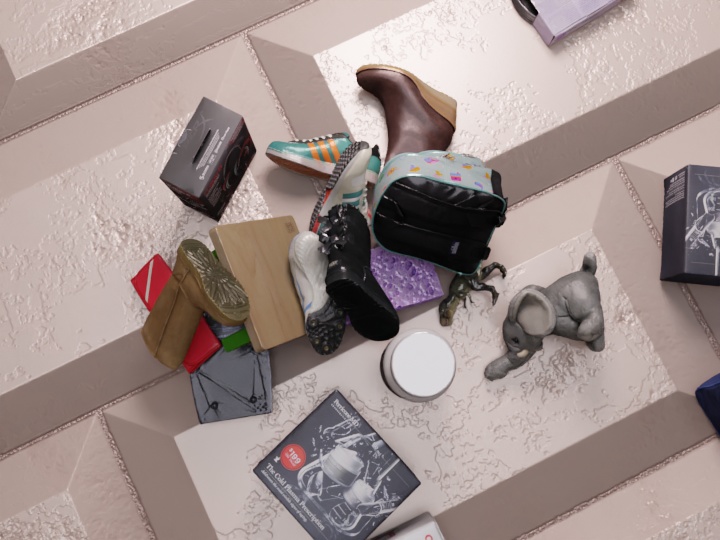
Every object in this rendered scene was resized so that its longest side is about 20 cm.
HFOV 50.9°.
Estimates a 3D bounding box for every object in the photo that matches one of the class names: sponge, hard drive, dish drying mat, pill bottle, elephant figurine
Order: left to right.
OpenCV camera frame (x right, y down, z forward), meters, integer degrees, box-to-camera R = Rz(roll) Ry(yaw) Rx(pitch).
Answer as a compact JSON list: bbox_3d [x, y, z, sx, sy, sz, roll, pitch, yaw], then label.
[{"bbox_3d":[-0.310,0.070,1.257,0.077,0.018,0.200,-41,71,10],"label":"dish drying mat"},{"bbox_3d":[-0.218,0.147,1.265,0.134,0.042,0.201,-9,81,-2],"label":"hard drive"},{"bbox_3d":[0.029,0.019,1.279,0.199,0.030,0.112,-16,80,-11],"label":"sponge"},{"bbox_3d":[0.090,0.149,1.190,0.113,0.200,0.115,0,82,-1],"label":"pill bottle"},{"bbox_3d":[0.294,0.080,1.248,0.199,0.142,0.156,-6,53,14],"label":"elephant figurine"}]

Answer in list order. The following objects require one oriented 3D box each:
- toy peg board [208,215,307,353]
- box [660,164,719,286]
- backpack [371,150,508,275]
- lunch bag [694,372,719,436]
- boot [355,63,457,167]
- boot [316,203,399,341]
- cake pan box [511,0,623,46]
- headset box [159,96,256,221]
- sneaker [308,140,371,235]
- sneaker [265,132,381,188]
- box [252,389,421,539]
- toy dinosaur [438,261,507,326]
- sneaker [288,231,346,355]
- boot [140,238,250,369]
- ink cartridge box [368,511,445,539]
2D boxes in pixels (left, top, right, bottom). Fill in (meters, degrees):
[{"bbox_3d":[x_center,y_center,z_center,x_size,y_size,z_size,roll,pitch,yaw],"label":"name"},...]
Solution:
[{"bbox_3d":[-0.166,0.028,1.231,0.098,0.199,0.201,-24,86,32],"label":"toy peg board"},{"bbox_3d":[0.622,-0.069,1.271,0.199,0.104,0.183,5,83,0],"label":"box"},{"bbox_3d":[0.115,-0.105,1.222,0.199,0.176,0.154,8,42,-12],"label":"backpack"},{"bbox_3d":[0.647,0.204,1.192,0.132,0.200,0.136,-27,78,-7],"label":"lunch bag"},{"bbox_3d":[0.065,-0.254,1.303,0.199,0.072,0.167,21,72,-5],"label":"boot"},{"bbox_3d":[0.000,0.001,1.211,0.073,0.198,0.163,-21,46,21],"label":"boot"},{"bbox_3d":[0.369,-0.530,1.366,0.199,0.052,0.185,-33,82,-5],"label":"cake pan box"},{"bbox_3d":[-0.245,-0.178,1.232,0.075,0.200,0.149,26,82,3],"label":"headset box"},{"bbox_3d":[-0.011,-0.123,1.258,0.093,0.071,0.200,22,123,-14],"label":"sneaker"},{"bbox_3d":[-0.061,-0.202,1.307,0.199,0.071,0.080,13,81,-7],"label":"sneaker"},{"bbox_3d":[-0.037,0.324,1.213,0.182,0.104,0.200,-43,85,-7],"label":"box"},{"bbox_3d":[0.201,0.010,1.292,0.088,0.047,0.201,22,79,9],"label":"toy dinosaur"},{"bbox_3d":[-0.069,0.036,1.220,0.071,0.072,0.201,-11,87,-11],"label":"sneaker"},{"bbox_3d":[-0.254,0.077,1.152,0.175,0.066,0.200,52,127,31],"label":"boot"},{"bbox_3d":[0.057,0.496,1.200,0.199,0.085,0.145,-24,83,-3],"label":"ink cartridge box"}]
